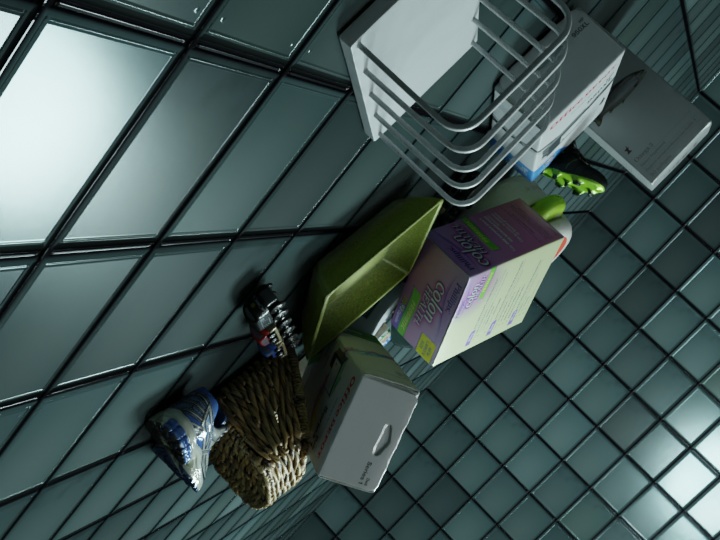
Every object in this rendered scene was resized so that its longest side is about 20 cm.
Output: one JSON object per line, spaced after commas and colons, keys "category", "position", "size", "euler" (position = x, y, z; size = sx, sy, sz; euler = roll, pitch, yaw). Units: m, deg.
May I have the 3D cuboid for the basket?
{"category": "basket", "position": [-0.114, 0.210, 1.215], "size": [0.149, 0.143, 0.200], "euler": [-38, 165, -28]}

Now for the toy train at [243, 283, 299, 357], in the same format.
{"category": "toy train", "position": [-0.100, 0.063, 1.025], "size": [0.046, 0.034, 0.200], "euler": [-35, 164, -9]}

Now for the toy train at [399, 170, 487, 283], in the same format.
{"category": "toy train", "position": [0.098, -0.060, 1.280], "size": [0.200, 0.046, 0.034], "euler": [-51, 151, 12]}

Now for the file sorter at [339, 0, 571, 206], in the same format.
{"category": "file sorter", "position": [0.085, -0.157, 0.760], "size": [0.139, 0.124, 0.200], "euler": [-45, 167, -4]}

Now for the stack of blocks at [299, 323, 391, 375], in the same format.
{"category": "stack of blocks", "position": [-0.043, 0.144, 1.422], "size": [0.200, 0.059, 0.115], "euler": [-44, 167, -7]}

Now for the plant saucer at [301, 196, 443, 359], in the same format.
{"category": "plant saucer", "position": [0.000, 0.000, 1.145], "size": [0.200, 0.048, 0.200], "euler": [-40, 166, -25]}

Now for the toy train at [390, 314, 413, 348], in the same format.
{"category": "toy train", "position": [0.094, 0.067, 1.485], "size": [0.200, 0.085, 0.115], "euler": [17, 78, -78]}

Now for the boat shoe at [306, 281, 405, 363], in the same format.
{"category": "boat shoe", "position": [0.001, 0.071, 1.341], "size": [0.200, 0.070, 0.066], "euler": [-52, 166, -6]}

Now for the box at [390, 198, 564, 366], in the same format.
{"category": "box", "position": [0.164, 0.014, 1.315], "size": [0.199, 0.097, 0.177], "euler": [-22, 144, -36]}

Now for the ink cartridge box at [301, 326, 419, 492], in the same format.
{"category": "ink cartridge box", "position": [-0.015, 0.171, 1.203], "size": [0.146, 0.084, 0.200], "euler": [-66, -160, 9]}

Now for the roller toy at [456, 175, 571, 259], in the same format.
{"category": "roller toy", "position": [0.236, -0.058, 1.510], "size": [0.200, 0.140, 0.182], "euler": [-38, 161, 1]}

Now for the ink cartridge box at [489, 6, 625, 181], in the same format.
{"category": "ink cartridge box", "position": [0.242, -0.215, 1.168], "size": [0.145, 0.084, 0.200], "euler": [-45, 167, -4]}

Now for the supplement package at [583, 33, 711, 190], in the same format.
{"category": "supplement package", "position": [0.378, -0.225, 1.306], "size": [0.117, 0.200, 0.117], "euler": [-48, 167, 13]}

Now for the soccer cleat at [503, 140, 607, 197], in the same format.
{"category": "soccer cleat", "position": [0.279, -0.162, 1.299], "size": [0.067, 0.200, 0.081], "euler": [31, 93, -35]}

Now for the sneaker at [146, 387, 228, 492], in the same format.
{"category": "sneaker", "position": [-0.192, 0.197, 1.088], "size": [0.085, 0.077, 0.200], "euler": [-44, 168, -25]}
